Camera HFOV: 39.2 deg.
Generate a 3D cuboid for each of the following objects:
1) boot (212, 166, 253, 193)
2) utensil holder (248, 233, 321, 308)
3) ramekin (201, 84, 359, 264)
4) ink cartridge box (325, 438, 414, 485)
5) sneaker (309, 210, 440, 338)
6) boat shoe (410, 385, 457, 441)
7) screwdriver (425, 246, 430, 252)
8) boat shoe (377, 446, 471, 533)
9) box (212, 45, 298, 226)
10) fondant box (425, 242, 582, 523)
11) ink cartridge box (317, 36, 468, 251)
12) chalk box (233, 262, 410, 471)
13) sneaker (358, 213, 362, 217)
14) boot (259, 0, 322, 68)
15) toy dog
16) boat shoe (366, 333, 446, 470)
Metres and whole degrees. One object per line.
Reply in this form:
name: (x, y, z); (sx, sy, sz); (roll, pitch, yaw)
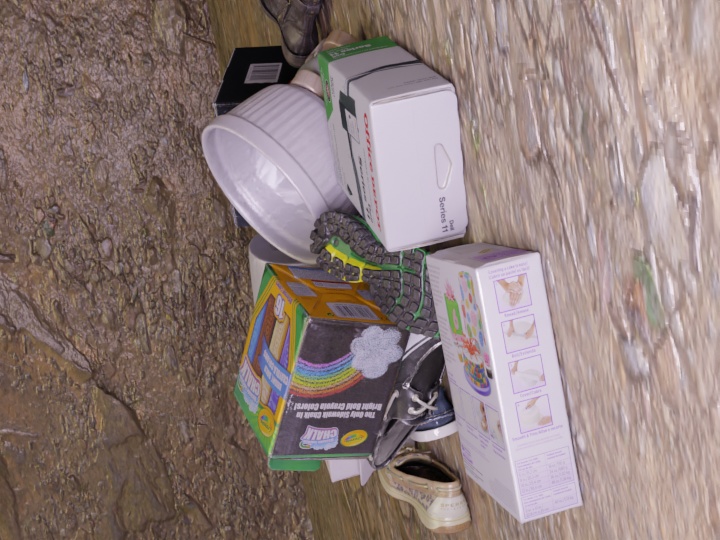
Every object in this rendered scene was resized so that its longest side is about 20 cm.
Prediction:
boot: (-0.101, -0.165, 1.330); (0.063, 0.202, 0.187); (5, 146, 36)
utensil holder: (-0.084, 0.045, 1.570); (0.170, 0.167, 0.204); (-122, 25, -61)
ramekin: (-0.077, -0.116, 1.160); (0.199, 0.105, 0.201); (39, 158, 19)
ink cartridge box: (-0.004, 0.181, 1.395); (0.201, 0.123, 0.130); (-115, 16, -50)
sneaker: (0.044, -0.005, 0.997); (0.199, 0.084, 0.079); (37, 118, 34)
boat shoe: (0.056, 0.153, 1.180); (0.200, 0.073, 0.063); (-177, 73, -78)
screwdriver: (0.074, 0.021, 1.074); (0.202, 0.029, 0.028); (93, 161, -45)
boat shoe: (0.076, 0.247, 1.218); (0.199, 0.072, 0.064); (-155, 58, -64)
box: (-0.132, -0.203, 1.504); (0.201, 0.121, 0.200); (-85, -7, -55)
fondant box: (0.114, 0.085, 0.833); (0.144, 0.057, 0.204); (-158, 55, -77)
ink cartridge box: (0.028, -0.126, 0.974); (0.200, 0.081, 0.149); (-124, 23, -62)
chalk box: (-0.049, 0.113, 1.043); (0.124, 0.123, 0.203); (47, 125, 53)
sneaker: (0.023, -0.009, 1.110); (0.141, 0.076, 0.203); (97, 168, -52)
boot: (-0.084, -0.392, 1.353); (0.175, 0.068, 0.202); (104, 148, -57)
toy dog: (-0.040, -0.210, 1.225); (0.096, 0.132, 0.200); (41, -179, -11)
boat shoe: (0.055, 0.129, 1.055); (0.202, 0.070, 0.064); (-60, 44, 35)
